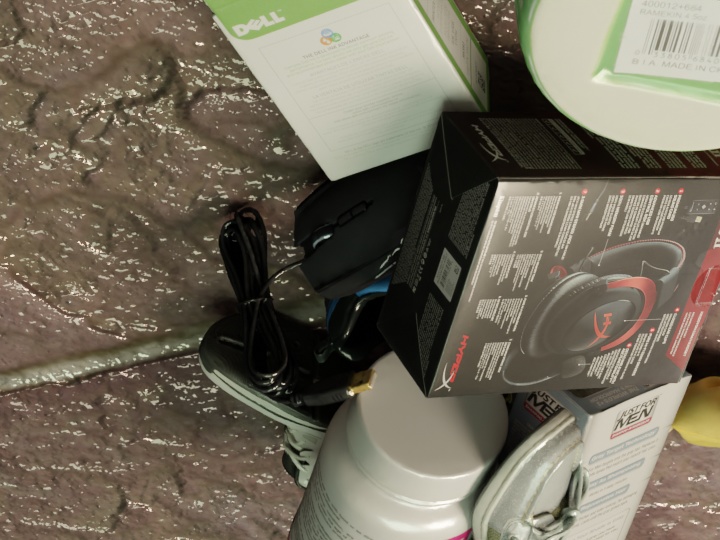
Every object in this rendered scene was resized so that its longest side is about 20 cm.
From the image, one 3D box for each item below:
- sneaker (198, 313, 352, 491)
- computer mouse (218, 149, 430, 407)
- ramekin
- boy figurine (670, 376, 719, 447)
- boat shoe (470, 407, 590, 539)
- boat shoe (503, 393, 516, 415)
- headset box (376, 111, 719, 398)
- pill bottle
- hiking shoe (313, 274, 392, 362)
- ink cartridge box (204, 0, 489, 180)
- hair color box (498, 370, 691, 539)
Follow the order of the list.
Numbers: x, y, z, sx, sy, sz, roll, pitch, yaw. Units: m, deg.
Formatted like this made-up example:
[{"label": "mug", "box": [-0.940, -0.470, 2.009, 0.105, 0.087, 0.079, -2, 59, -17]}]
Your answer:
[{"label": "sneaker", "box": [-0.042, 0.106, 1.490, 0.200, 0.076, 0.115, 24, 134, -27]}, {"label": "computer mouse", "box": [0.000, 0.000, 1.306, 0.199, 0.141, 0.046, -19, 160, 24]}, {"label": "ramekin", "box": [0.171, -0.154, 1.143, 0.199, 0.098, 0.201, 2, 140, 1]}, {"label": "boy figurine", "box": [0.251, 0.105, 1.455, 0.199, 0.065, 0.124, 8, 179, 9]}, {"label": "boat shoe", "box": [0.105, 0.167, 1.344, 0.065, 0.074, 0.203, 33, 131, 21]}, {"label": "boat shoe", "box": [0.119, 0.119, 1.507, 0.071, 0.061, 0.202, -3, 140, 6]}, {"label": "headset box", "box": [0.127, -0.010, 1.261, 0.199, 0.075, 0.149, -2, 125, -28]}, {"label": "pill bottle", "box": [0.023, 0.140, 1.391, 0.113, 0.114, 0.200, 9, 143, -7]}, {"label": "hiking shoe", "box": [0.067, 0.003, 1.349, 0.199, 0.087, 0.074, -20, 136, 25]}, {"label": "ink cartridge box", "box": [-0.014, -0.144, 1.198, 0.103, 0.060, 0.200, -17, 137, 20]}, {"label": "hair color box", "box": [0.134, 0.140, 1.428, 0.099, 0.061, 0.201, -18, 137, -40]}]
